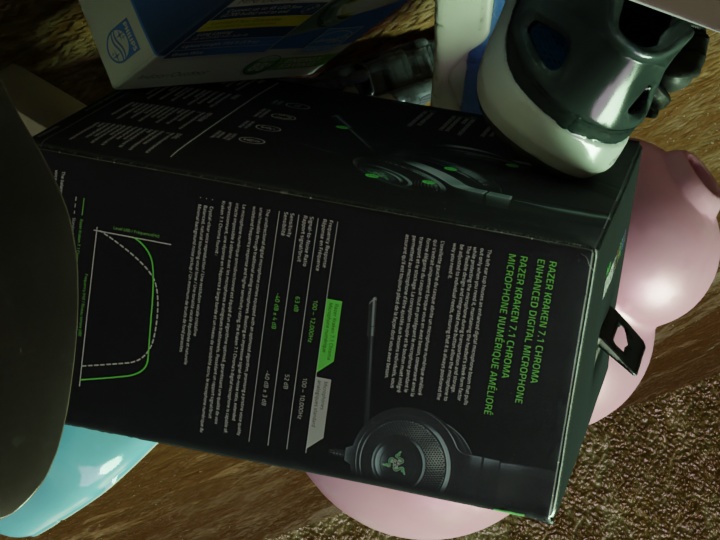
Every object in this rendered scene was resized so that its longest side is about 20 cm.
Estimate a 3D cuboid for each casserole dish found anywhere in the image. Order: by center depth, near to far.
[{"bbox_3d":[-0.086,0.042,0.970,0.200,0.039,0.121,-46,-172,-37],"label":"casserole dish"}]

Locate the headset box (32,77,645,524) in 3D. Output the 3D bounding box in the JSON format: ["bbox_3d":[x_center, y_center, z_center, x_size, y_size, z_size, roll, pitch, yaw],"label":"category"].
[{"bbox_3d":[0.000,0.000,0.818,0.199,0.093,0.174,10,-165,8],"label":"headset box"}]

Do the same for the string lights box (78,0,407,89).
[{"bbox_3d":[0.000,-0.134,0.801,0.102,0.059,0.200,-10,164,-46],"label":"string lights box"}]

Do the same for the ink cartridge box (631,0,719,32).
[{"bbox_3d":[0.134,-0.162,0.589,0.144,0.084,0.201,-9,118,-49],"label":"ink cartridge box"}]

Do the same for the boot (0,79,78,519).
[{"bbox_3d":[-0.133,-0.018,0.719,0.073,0.201,0.075,-9,167,-21],"label":"boot"}]

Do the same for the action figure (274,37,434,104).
[{"bbox_3d":[-0.014,-0.038,1.113,0.199,0.105,0.193,-21,169,-23],"label":"action figure"}]

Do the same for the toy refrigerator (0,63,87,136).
[{"bbox_3d":[-0.165,0.023,0.923,0.201,0.070,0.076,-59,-177,12],"label":"toy refrigerator"}]

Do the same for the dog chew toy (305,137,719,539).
[{"bbox_3d":[0.062,0.021,0.973,0.200,0.125,0.124,-38,164,20],"label":"dog chew toy"}]

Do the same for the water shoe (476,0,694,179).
[{"bbox_3d":[0.090,-0.112,0.832,0.071,0.201,0.079,28,128,-18],"label":"water shoe"}]

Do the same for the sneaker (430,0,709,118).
[{"bbox_3d":[0.086,-0.074,0.995,0.111,0.077,0.200,6,139,5],"label":"sneaker"}]
